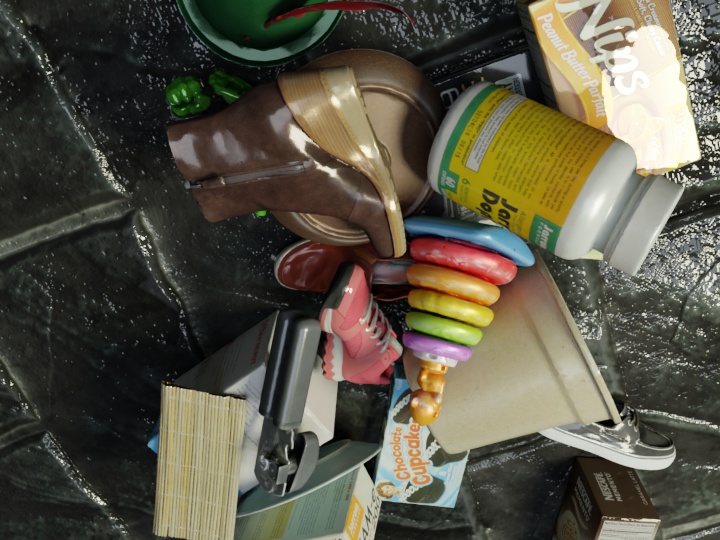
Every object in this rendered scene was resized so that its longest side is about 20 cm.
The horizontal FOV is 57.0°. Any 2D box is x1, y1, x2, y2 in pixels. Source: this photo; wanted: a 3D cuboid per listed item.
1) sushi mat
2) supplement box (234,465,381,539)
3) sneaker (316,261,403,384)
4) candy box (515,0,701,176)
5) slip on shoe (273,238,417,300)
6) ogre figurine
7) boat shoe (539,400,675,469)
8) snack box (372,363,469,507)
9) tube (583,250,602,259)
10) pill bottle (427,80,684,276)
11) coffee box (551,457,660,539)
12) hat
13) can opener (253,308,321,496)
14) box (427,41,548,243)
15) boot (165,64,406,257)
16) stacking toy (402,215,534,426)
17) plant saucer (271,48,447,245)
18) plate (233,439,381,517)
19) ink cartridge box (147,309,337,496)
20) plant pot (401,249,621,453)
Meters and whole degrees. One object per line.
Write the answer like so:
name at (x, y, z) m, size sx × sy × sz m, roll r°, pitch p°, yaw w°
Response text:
sushi mat at (-0.179, 0.220, 0.731) m, size 0.095 × 0.012 × 0.201 m, roll 9°, pitch 108°, yaw 1°
supplement box at (-0.083, 0.335, 0.857) m, size 0.199 × 0.126 × 0.074 m, roll -18°, pitch 110°, yaw 19°
sneaker at (0.006, 0.061, 0.717) m, size 0.086 × 0.074 × 0.201 m, roll 15°, pitch 145°, yaw 11°
candy box at (0.233, -0.177, 0.619) m, size 0.115 × 0.055 × 0.201 m, roll -22°, pitch 114°, yaw 9°
slip on shoe at (0.000, 0.000, 0.753) m, size 0.199 × 0.061 × 0.074 m, roll 3°, pitch 117°, yaw -1°
ogre figurine at (-0.100, -0.127, 0.663) m, size 0.098 × 0.200 × 0.120 m, roll 44°, pitch 128°, yaw 23°
boat shoe at (0.320, 0.195, 0.852) m, size 0.199 × 0.070 × 0.067 m, roll 18°, pitch 116°, yaw -1°
snack box at (0.085, 0.221, 0.872) m, size 0.116 × 0.037 × 0.201 m, roll 7°, pitch 115°, yaw -3°
tube at (0.284, -0.100, 0.718) m, size 0.058 × 0.052 × 0.201 m, roll 26°, pitch 122°, yaw 29°
pill bottle at (0.169, -0.079, 0.587) m, size 0.200 × 0.113 × 0.113 m, roll 31°, pitch 116°, yaw 21°
coffee box at (0.324, 0.371, 0.906) m, size 0.079 × 0.114 × 0.201 m, roll 5°, pitch 114°, yaw -3°
hat at (-0.083, -0.252, 0.566) m, size 0.199 × 0.176 × 0.166 m, roll -23°, pitch 114°, yaw 10°
can opener at (-0.069, 0.139, 0.692) m, size 0.067 × 0.053 × 0.201 m, roll 2°, pitch 105°, yaw -44°
box at (0.137, -0.120, 0.703) m, size 0.157 × 0.050 × 0.201 m, roll -17°, pitch 115°, yaw 8°
boot at (-0.056, -0.074, 0.590) m, size 0.166 × 0.073 × 0.201 m, roll -18°, pitch 126°, yaw 8°
stacking toy at (0.083, 0.053, 0.650) m, size 0.116 × 0.109 × 0.201 m, roll 19°, pitch 84°, yaw -49°
plant saucer at (-0.002, -0.106, 0.634) m, size 0.199 × 0.035 × 0.201 m, roll -8°, pitch 122°, yaw -12°
plate at (-0.069, 0.246, 0.812) m, size 0.199 × 0.200 × 0.026 m, roll -24°, pitch 83°, yaw 10°
ink cartridge box at (-0.123, 0.157, 0.787) m, size 0.200 × 0.129 × 0.125 m, roll -34°, pitch 110°, yaw 15°
plant pot at (0.154, 0.107, 0.731) m, size 0.183 × 0.201 × 0.201 m, roll -27°, pitch 113°, yaw 12°
